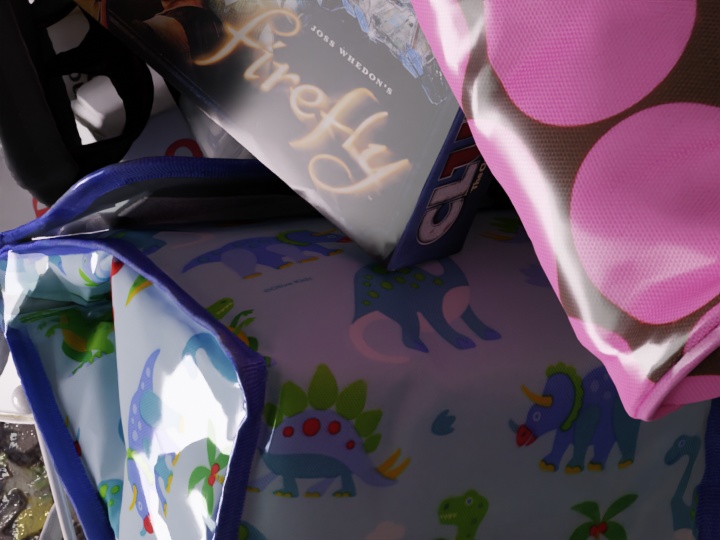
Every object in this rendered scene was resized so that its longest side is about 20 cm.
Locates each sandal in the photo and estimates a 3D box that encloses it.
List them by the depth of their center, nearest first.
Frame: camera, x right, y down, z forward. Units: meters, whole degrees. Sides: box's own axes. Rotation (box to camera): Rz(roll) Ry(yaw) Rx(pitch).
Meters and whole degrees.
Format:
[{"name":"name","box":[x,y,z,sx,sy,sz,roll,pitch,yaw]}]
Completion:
[{"name":"sandal","box":[-0.089,-0.058,0.808,0.200,0.048,0.076,-130,20,-82]}]

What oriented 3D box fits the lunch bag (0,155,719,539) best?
[{"name":"lunch bag","box":[-0.004,0.028,0.785,0.200,0.169,0.128,-142,55,-58]}]

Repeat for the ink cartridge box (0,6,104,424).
[{"name":"ink cartridge box","box":[-0.081,-0.041,1.022,0.083,0.199,0.148,2,111,52]}]

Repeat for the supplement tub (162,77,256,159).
[{"name":"supplement tub","box":[-0.035,-0.138,0.827,0.201,0.122,0.123,61,171,10]}]

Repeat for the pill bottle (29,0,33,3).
[{"name":"pill bottle","box":[-0.111,-0.157,0.959,0.113,0.112,0.200,64,-152,-6]}]

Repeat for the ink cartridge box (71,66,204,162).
[{"name":"ink cartridge box","box":[0.000,0.000,0.950,0.201,0.145,0.084,65,169,-18]}]

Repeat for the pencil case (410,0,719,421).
[{"name":"pencil case","box":[0.059,-0.072,0.580,0.201,0.090,0.094,62,145,16]}]

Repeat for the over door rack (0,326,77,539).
[{"name":"over door rack","box":[-0.077,0.097,0.870,0.148,0.067,0.200,43,-172,-48]}]

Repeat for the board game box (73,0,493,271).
[{"name":"board game box","box":[-0.027,-0.114,0.720,0.200,0.034,0.136,40,124,26]}]
